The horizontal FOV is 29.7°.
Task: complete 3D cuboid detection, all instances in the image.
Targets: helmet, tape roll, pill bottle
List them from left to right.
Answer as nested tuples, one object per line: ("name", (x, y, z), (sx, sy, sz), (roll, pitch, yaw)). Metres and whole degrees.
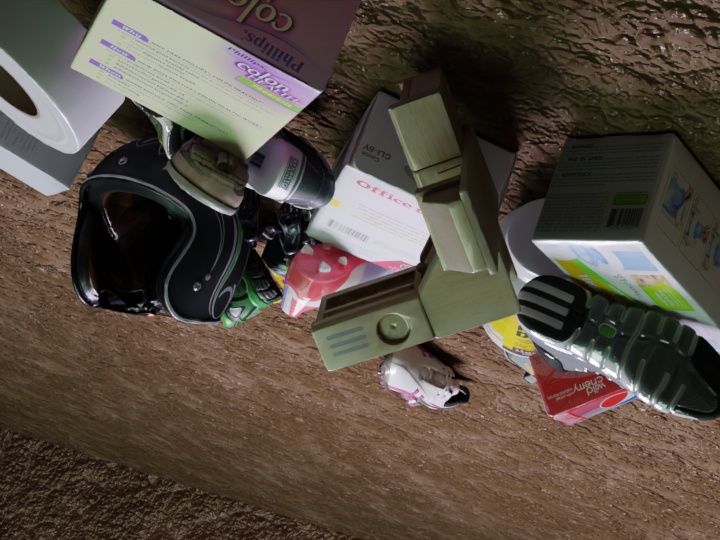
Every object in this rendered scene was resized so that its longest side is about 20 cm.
("tape roll", (-0.315, -0.202, 1.258), (0.202, 0.071, 0.203), (35, 163, 12))
("helmet", (-0.211, -0.045, 1.465), (0.198, 0.192, 0.200), (8, 179, 0))
("pill bottle", (0.172, 0.006, 1.303), (0.109, 0.110, 0.200), (19, 161, 9))

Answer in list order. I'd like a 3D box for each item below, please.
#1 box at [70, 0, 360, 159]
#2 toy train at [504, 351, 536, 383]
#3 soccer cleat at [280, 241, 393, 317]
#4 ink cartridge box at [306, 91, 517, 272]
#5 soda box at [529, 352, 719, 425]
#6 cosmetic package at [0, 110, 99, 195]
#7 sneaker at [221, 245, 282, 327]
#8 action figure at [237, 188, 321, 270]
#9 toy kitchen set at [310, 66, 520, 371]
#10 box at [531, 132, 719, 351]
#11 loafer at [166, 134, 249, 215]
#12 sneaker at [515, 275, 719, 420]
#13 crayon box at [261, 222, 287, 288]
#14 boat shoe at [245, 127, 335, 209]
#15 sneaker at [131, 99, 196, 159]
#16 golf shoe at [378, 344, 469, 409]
("box", (-0.123, -0.196, 1.111), (0.175, 0.097, 0.200), (27, 161, -15))
("toy train", (0.231, 0.086, 1.508), (0.114, 0.085, 0.200), (37, 161, -6))
("soccer cleat", (0.000, 0.000, 1.409), (0.067, 0.199, 0.077), (49, 129, 27))
("ink cartridge box", (0.044, -0.070, 1.278), (0.144, 0.084, 0.200), (24, 161, -6))
("soda box", (0.269, 0.081, 1.312), (0.199, 0.070, 0.063), (-26, 157, 24))
("cosmetic package", (-0.382, -0.174, 1.438), (0.199, 0.102, 0.071), (34, 158, -28))
("sneaker", (-0.155, 0.004, 1.606), (0.078, 0.085, 0.200), (57, 179, -21))
("action figure", (-0.044, -0.026, 1.469), (0.118, 0.103, 0.200), (3, 158, 30))
("toy kitchen set", (0.021, -0.025, 1.100), (0.179, 0.163, 0.201), (-18, 110, 12))
("box", (0.253, -0.019, 1.162), (0.112, 0.102, 0.200), (2, 152, 44))
("loafer", (-0.137, -0.103, 1.251), (0.072, 0.063, 0.200), (32, -175, -16))
("sneaker", (0.227, 0.073, 1.189), (0.199, 0.075, 0.116), (30, 167, 11))
("crayon box", (-0.005, 0.014, 1.602), (0.199, 0.052, 0.126), (14, 159, 21))
("boat shoe", (-0.072, -0.100, 1.281), (0.067, 0.072, 0.200), (23, -175, -23))
("sneaker", (-0.190, -0.178, 1.311), (0.089, 0.077, 0.200), (49, 171, 21))
("golf shoe", (0.086, 0.137, 1.809), (0.091, 0.073, 0.200), (6, 166, 23))
